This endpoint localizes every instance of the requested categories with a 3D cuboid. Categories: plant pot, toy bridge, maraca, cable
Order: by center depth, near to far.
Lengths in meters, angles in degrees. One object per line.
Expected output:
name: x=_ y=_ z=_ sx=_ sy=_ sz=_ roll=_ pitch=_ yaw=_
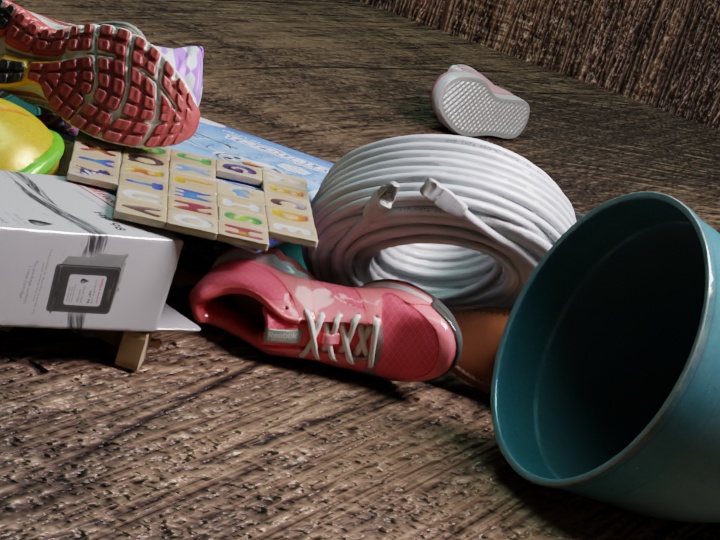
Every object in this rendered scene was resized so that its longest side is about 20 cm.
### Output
plant pot: x=0.220 y=0.077 z=1.361 sx=0.188 sy=0.200 sz=0.200 roll=26 pitch=8 yaw=-29
toy bridge: x=-0.225 y=0.018 z=1.361 sx=0.200 sy=0.027 sz=0.067 roll=18 pitch=13 yaw=-1
maraca: x=-0.295 y=-0.063 z=1.422 sx=0.200 sy=0.107 sz=0.137 roll=-6 pitch=22 yaw=23
cable: x=0.056 y=-0.021 z=1.512 sx=0.200 sy=0.069 sz=0.200 roll=23 pitch=-32 yaw=-30

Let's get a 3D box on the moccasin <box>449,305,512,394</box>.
moccasin: x=0.146 y=0.081 z=1.487 sx=0.201 sy=0.074 sz=0.078 roll=29 pitch=3 yaw=8

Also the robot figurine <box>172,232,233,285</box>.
robot figurine: x=-0.187 y=-0.035 z=1.554 sx=0.200 sy=0.058 sz=0.145 roll=10 pitch=16 yaw=-25

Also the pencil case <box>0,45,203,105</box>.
pencil case: x=-0.224 y=-0.167 z=1.729 sx=0.200 sy=0.084 sz=0.086 roll=10 pitch=60 yaw=-14

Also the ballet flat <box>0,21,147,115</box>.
ballet flat: x=-0.241 y=-0.136 z=1.664 sx=0.067 sy=0.200 sz=0.064 roll=64 pitch=21 yaw=12

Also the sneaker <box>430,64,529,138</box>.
sneaker: x=0.121 y=-0.217 z=2.615 sx=0.105 sy=0.075 sz=0.200 roll=31 pitch=11 yaw=32

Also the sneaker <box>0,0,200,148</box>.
sneaker: x=-0.198 y=-0.142 z=1.487 sx=0.200 sy=0.078 sz=0.082 roll=25 pitch=2 yaw=18

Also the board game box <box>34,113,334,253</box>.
board game box: x=-0.122 y=-0.075 z=1.567 sx=0.200 sy=0.043 sz=0.199 roll=20 pitch=14 yaw=16

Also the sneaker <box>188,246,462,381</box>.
sneaker: x=-0.029 y=0.042 z=1.455 sx=0.200 sy=0.074 sz=0.087 roll=15 pitch=23 yaw=20

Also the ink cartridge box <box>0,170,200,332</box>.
ink cartridge box: x=-0.198 y=-0.014 z=1.319 sx=0.200 sy=0.067 sz=0.116 roll=4 pitch=20 yaw=-45

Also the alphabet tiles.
alphabet tiles: x=-0.113 y=-0.053 z=1.401 sx=0.167 sy=0.008 sz=0.200 roll=13 pitch=15 yaw=-8

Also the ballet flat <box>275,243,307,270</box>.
ballet flat: x=0.000 y=0.000 z=1.665 sx=0.200 sy=0.068 sz=0.067 roll=28 pitch=-3 yaw=21

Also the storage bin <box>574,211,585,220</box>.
storage bin: x=0.193 y=0.014 z=1.752 sx=0.200 sy=0.094 sz=0.135 roll=18 pitch=13 yaw=7
